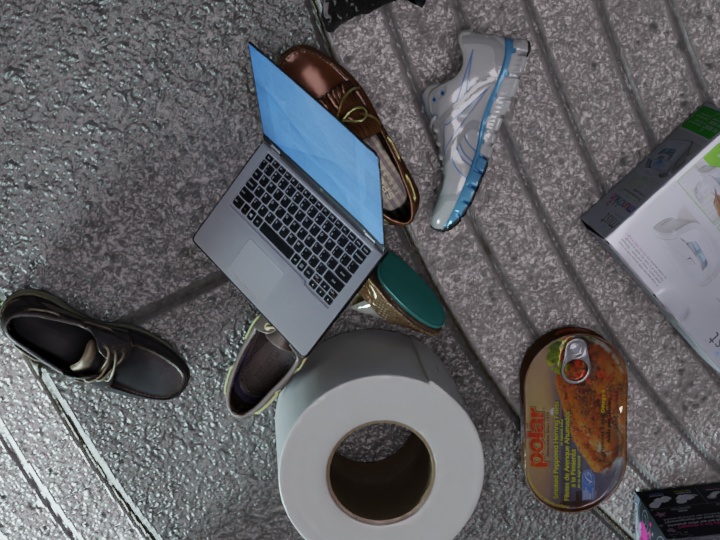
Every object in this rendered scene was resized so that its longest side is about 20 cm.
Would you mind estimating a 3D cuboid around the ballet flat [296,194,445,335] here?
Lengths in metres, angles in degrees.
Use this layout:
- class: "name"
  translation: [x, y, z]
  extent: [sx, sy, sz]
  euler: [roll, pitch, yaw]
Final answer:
- class: "ballet flat"
  translation: [0.000, 0.000, 1.205]
  extent: [0.065, 0.071, 0.200]
  euler: [-36, 105, 32]

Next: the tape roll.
- class: "tape roll"
  translation: [0.015, 0.175, 1.207]
  extent: [0.201, 0.139, 0.205]
  euler: [-1, 105, -5]

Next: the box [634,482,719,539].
- class: "box"
  translation: [0.372, 0.348, 1.301]
  extent: [0.131, 0.115, 0.202]
  euler: [-5, 105, -4]

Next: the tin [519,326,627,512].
- class: "tin"
  translation: [0.223, 0.158, 1.276]
  extent: [0.111, 0.042, 0.202]
  euler: [-4, 106, -8]

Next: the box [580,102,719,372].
- class: "box"
  translation: [0.356, -0.030, 1.205]
  extent: [0.176, 0.097, 0.200]
  euler: [-43, 105, 7]

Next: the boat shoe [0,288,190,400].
- class: "boat shoe"
  translation: [-0.266, 0.086, 1.189]
  extent: [0.199, 0.073, 0.075]
  euler: [21, 103, -11]

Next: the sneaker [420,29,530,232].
- class: "sneaker"
  translation: [0.093, -0.138, 1.172]
  extent: [0.086, 0.075, 0.202]
  euler: [19, 98, 0]

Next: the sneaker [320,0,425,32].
- class: "sneaker"
  translation: [0.051, -0.296, 1.125]
  extent: [0.198, 0.060, 0.105]
  euler: [-14, 105, 4]

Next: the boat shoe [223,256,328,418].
- class: "boat shoe"
  translation: [-0.075, 0.063, 1.181]
  extent: [0.072, 0.060, 0.201]
  euler: [33, 117, -3]

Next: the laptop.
- class: "laptop"
  translation: [-0.075, -0.062, 1.097]
  extent: [0.187, 0.116, 0.200]
  euler: [44, 101, 30]

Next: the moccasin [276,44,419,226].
- class: "moccasin"
  translation: [-0.012, -0.126, 1.153]
  extent: [0.073, 0.078, 0.202]
  euler: [-30, 106, 3]
